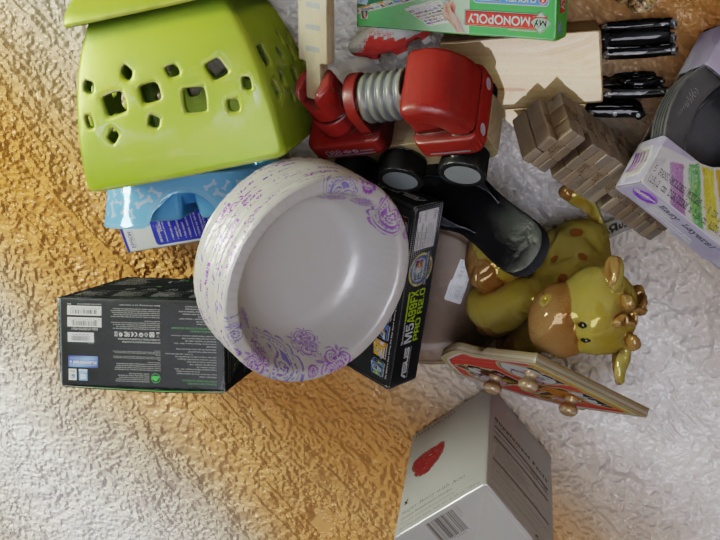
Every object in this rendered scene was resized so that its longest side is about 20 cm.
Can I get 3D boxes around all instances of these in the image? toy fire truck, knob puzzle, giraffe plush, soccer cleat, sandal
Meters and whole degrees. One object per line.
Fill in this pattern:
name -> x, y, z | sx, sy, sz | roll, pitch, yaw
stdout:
toy fire truck -> 0.019, -0.173, 0.951 | 0.175, 0.130, 0.200 | -2, 156, 28
knob puzzle -> 0.167, 0.121, 1.103 | 0.218, 0.220, 0.031 | 17, 78, 2
giraffe plush -> 0.211, 0.032, 1.042 | 0.200, 0.162, 0.173 | -37, 117, 11
soccer cleat -> 0.064, -0.265, 1.002 | 0.199, 0.069, 0.085 | -19, 115, 32
sandal -> 0.104, -0.066, 1.048 | 0.200, 0.043, 0.076 | 33, 96, 39

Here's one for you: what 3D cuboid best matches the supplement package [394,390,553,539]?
supplement package -> 0.125, 0.241, 1.134 | 0.121, 0.200, 0.120 | -36, 103, 20

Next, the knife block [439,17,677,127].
knife block -> 0.199, -0.213, 1.020 | 0.200, 0.064, 0.176 | 40, 111, -7

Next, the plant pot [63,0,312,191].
plant pot -> -0.161, -0.197, 1.013 | 0.198, 0.199, 0.183 | -8, 105, 11

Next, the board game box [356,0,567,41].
board game box -> 0.085, -0.276, 0.924 | 0.199, 0.029, 0.136 | 12, 116, 30

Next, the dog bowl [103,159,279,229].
dog bowl -> -0.164, -0.079, 1.065 | 0.198, 0.112, 0.050 | -4, 102, 9

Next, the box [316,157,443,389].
box -> 0.000, 0.000, 1.099 | 0.160, 0.044, 0.201 | 27, 119, 37

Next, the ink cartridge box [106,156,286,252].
ink cartridge box -> -0.170, -0.082, 1.139 | 0.198, 0.037, 0.095 | -10, 115, 10

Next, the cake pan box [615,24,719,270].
cake pan box -> 0.356, -0.104, 0.988 | 0.199, 0.052, 0.185 | 36, 77, -14

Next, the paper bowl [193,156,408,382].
paper bowl -> -0.061, -0.008, 0.981 | 0.200, 0.104, 0.202 | -17, 123, -29

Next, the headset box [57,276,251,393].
headset box -> -0.198, 0.061, 1.120 | 0.173, 0.200, 0.094 | 1, 96, 8

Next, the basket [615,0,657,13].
basket -> 0.250, -0.350, 0.911 | 0.148, 0.143, 0.200 | 34, 124, 0

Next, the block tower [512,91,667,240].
block tower -> 0.236, -0.097, 1.014 | 0.199, 0.058, 0.054 | 25, 132, -33

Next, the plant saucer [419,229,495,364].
plant saucer -> 0.074, 0.015, 1.147 | 0.198, 0.029, 0.202 | 3, 111, 7
